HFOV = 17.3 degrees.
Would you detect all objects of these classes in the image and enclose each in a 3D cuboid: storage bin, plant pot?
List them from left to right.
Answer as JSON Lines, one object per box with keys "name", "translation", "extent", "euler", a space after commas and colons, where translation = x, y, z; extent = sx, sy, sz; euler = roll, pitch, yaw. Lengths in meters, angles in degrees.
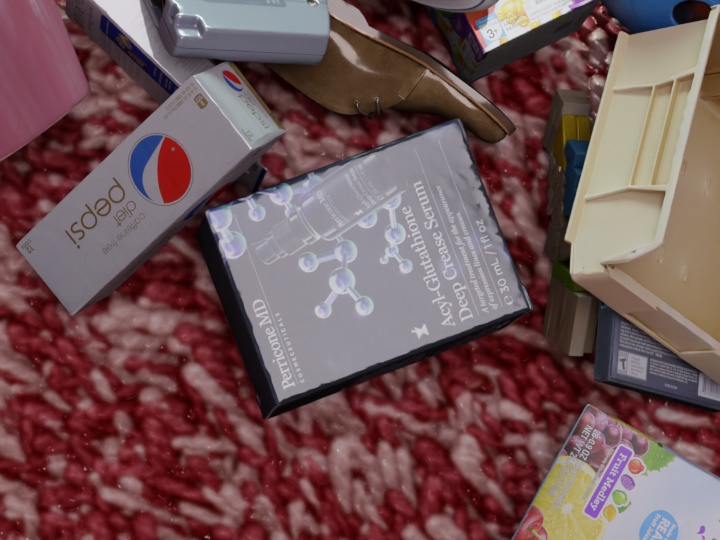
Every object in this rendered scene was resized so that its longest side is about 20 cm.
{"name": "plant pot", "translation": [-0.290, -0.165, 1.657], "extent": [0.200, 0.200, 0.180], "euler": [-37, 102, -11]}
{"name": "storage bin", "translation": [0.255, -0.047, 1.684], "extent": [0.200, 0.093, 0.200], "euler": [33, 65, -38]}

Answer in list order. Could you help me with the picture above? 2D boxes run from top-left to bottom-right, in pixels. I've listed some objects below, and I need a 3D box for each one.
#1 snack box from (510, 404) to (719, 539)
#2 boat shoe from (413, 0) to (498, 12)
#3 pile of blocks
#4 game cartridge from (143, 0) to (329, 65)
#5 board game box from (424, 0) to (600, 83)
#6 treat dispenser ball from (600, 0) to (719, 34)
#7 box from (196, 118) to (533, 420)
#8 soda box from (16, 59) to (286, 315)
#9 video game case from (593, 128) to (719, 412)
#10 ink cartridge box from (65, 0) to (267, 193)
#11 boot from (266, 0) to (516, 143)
{"name": "snack box", "translation": [0.207, 0.217, 1.684], "extent": [0.199, 0.068, 0.170], "euler": [29, 89, 5]}
{"name": "boat shoe", "translation": [0.012, -0.231, 1.681], "extent": [0.199, 0.065, 0.074], "euler": [24, 117, 31]}
{"name": "pile of blocks", "translation": [0.176, -0.035, 1.739], "extent": [0.062, 0.082, 0.202], "euler": [3, 82, -17]}
{"name": "game cartridge", "translation": [-0.098, -0.216, 1.693], "extent": [0.132, 0.041, 0.201], "euler": [-2, 42, -23]}
{"name": "board game box", "translation": [0.082, -0.257, 1.752], "extent": [0.102, 0.105, 0.201], "euler": [-25, 84, -9]}
{"name": "treat dispenser ball", "translation": [0.257, -0.257, 1.726], "extent": [0.199, 0.201, 0.203], "euler": [1, 80, -7]}
{"name": "box", "translation": [0.000, 0.000, 1.698], "extent": [0.199, 0.107, 0.149], "euler": [-21, 84, -9]}
{"name": "soda box", "translation": [-0.147, -0.057, 1.656], "extent": [0.200, 0.064, 0.068], "euler": [-41, 87, 28]}
{"name": "video game case", "translation": [0.229, -0.007, 1.733], "extent": [0.142, 0.019, 0.202], "euler": [16, 75, -43]}
{"name": "ink cartridge box", "translation": [-0.134, -0.141, 1.710], "extent": [0.037, 0.095, 0.200], "euler": [-43, 88, -12]}
{"name": "boot", "translation": [0.020, -0.136, 1.748], "extent": [0.199, 0.074, 0.076], "euler": [30, 88, 7]}
